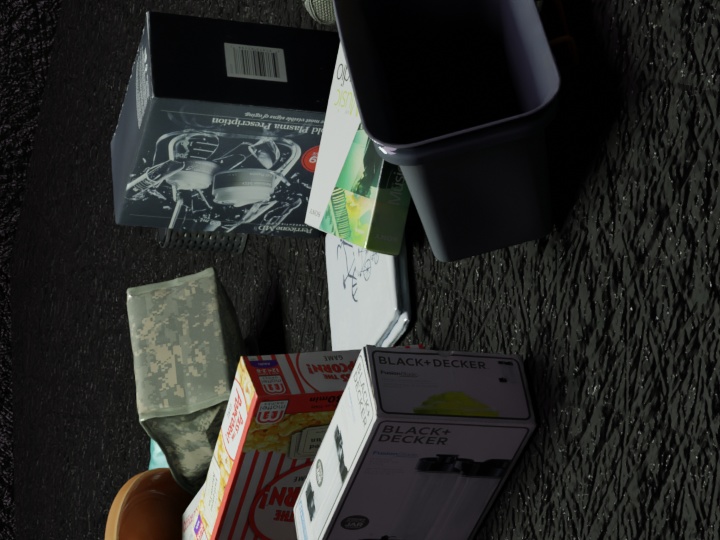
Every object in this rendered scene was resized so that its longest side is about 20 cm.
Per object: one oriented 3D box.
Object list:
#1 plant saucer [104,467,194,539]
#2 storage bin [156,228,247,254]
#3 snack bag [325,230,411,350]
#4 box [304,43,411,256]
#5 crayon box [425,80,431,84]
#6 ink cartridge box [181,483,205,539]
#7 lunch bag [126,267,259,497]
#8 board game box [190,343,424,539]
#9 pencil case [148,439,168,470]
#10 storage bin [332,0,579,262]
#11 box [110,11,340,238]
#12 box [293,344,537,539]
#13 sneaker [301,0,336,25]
[{"bbox_3d":[-0.192,0.300,1.922,0.032,0.200,0.201,-19,60,28],"label":"plant saucer"},{"bbox_3d":[-0.166,-0.131,2.094,0.135,0.094,0.200,-108,27,-53],"label":"storage bin"},{"bbox_3d":[0.000,0.000,1.626,0.200,0.021,0.189,123,147,-58],"label":"snack bag"},{"bbox_3d":[0.011,-0.121,1.550,0.144,0.036,0.200,-156,75,-67],"label":"box"},{"bbox_3d":[0.083,-0.240,1.347,0.119,0.058,0.200,-106,27,-51],"label":"crayon box"},{"bbox_3d":[-0.121,0.314,1.836,0.145,0.084,0.200,127,144,-63],"label":"ink cartridge box"},{"bbox_3d":[-0.157,0.125,1.942,0.200,0.117,0.164,71,-173,-55],"label":"lunch bag"},{"bbox_3d":[-0.038,0.146,1.482,0.046,0.151,0.200,-115,32,-41],"label":"board game box"},{"bbox_3d":[-0.196,0.173,2.125,0.092,0.085,0.200,99,173,-82],"label":"pencil case"},{"bbox_3d":[0.073,-0.112,1.250,0.134,0.145,0.200,72,-176,-46],"label":"storage bin"},{"bbox_3d":[-0.112,-0.127,1.725,0.182,0.200,0.104,115,153,-51],"label":"box"},{"bbox_3d":[0.033,0.137,1.315,0.200,0.116,0.060,113,155,-45],"label":"box"},{"bbox_3d":[-0.006,-0.270,1.620,0.200,0.078,0.085,123,147,-57],"label":"sneaker"}]
